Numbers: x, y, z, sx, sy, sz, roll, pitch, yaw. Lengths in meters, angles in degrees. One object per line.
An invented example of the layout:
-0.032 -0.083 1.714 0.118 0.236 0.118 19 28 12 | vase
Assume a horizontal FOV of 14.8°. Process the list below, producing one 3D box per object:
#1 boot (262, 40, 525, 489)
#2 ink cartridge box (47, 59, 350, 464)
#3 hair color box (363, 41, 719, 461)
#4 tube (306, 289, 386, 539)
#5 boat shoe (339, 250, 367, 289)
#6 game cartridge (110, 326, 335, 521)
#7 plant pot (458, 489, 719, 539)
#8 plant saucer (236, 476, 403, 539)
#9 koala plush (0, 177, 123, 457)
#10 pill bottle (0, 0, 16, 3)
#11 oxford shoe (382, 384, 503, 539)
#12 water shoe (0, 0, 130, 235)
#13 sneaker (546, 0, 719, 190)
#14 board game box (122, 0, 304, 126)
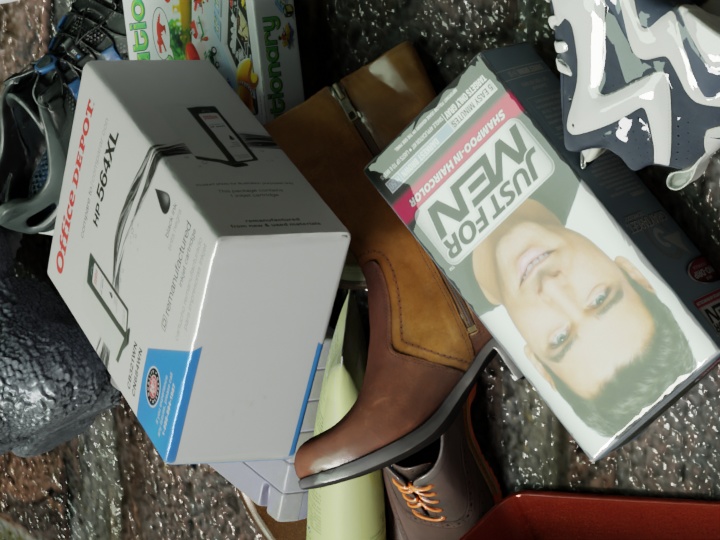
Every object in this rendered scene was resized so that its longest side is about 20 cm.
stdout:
0.000 0.000 1.528 0.200 0.188 0.068 56 -174 6 | boot
-0.095 -0.008 1.524 0.200 0.084 0.146 50 134 49 | ink cartridge box
0.105 -0.011 1.453 0.099 0.061 0.200 -44 78 28 | hair color box
-0.008 0.112 1.643 0.058 0.052 0.201 34 136 42 | tube
-0.035 -0.035 1.630 0.200 0.072 0.076 9 100 40 | boat shoe
-0.084 0.055 1.728 0.200 0.038 0.130 35 117 45 | game cartridge
0.126 0.253 1.526 0.200 0.200 0.177 -3 121 50 | plant pot
-0.023 0.129 1.744 0.200 0.032 0.201 29 131 38 | plant saucer
-0.264 0.027 1.857 0.184 0.177 0.201 -32 80 52 | koala plush
-0.237 -0.272 1.678 0.116 0.116 0.201 22 127 40 | pill bottle
0.036 0.121 1.621 0.071 0.073 0.201 -1 114 25 | oxford shoe
-0.173 -0.111 1.687 0.071 0.079 0.201 31 108 34 | water shoe
0.115 -0.119 1.388 0.199 0.079 0.130 36 128 16 | sneaker
-0.088 -0.147 1.612 0.126 0.035 0.201 -2 97 50 | board game box
